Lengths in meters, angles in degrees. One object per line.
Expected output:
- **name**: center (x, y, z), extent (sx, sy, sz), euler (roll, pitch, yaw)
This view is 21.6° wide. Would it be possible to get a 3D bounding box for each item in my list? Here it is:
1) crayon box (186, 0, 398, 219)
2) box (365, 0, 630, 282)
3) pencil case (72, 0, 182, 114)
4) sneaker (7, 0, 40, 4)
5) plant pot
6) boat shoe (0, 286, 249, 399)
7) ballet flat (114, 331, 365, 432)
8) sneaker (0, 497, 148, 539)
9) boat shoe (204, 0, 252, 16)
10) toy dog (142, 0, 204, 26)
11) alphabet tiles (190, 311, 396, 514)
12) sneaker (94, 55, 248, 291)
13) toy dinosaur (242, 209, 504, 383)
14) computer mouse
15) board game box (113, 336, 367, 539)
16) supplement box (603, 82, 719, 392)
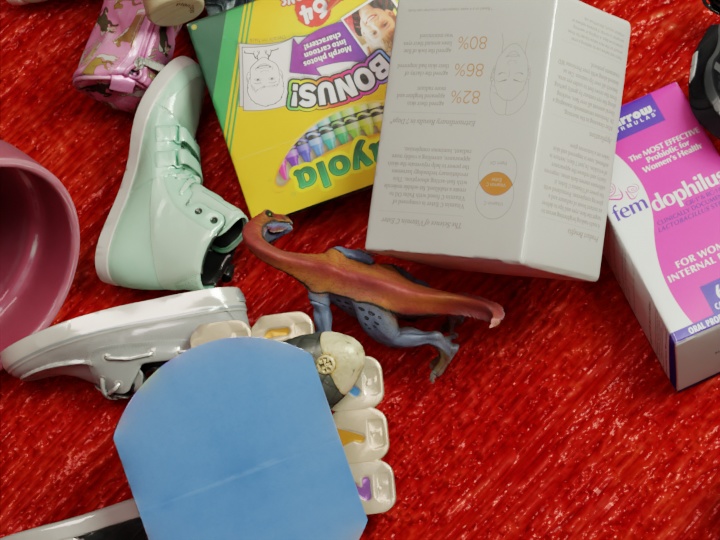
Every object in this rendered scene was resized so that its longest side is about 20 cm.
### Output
- **crayon box**: center (-0.020, -0.149, 1.545), extent (0.199, 0.058, 0.173), euler (-19, 87, 0)
- **box**: center (0.104, -0.100, 1.429), extent (0.152, 0.106, 0.201), euler (6, 87, 40)
- **pencil case**: center (-0.178, -0.233, 1.609), extent (0.086, 0.083, 0.201), euler (10, 73, 24)
- **sneaker**: center (-0.252, -0.334, 1.675), extent (0.118, 0.074, 0.201), euler (-3, 75, 15)
- **plant pot**: center (-0.355, -0.034, 1.513), extent (0.179, 0.200, 0.200), euler (33, 74, 36)
- **boat shoe**: center (-0.184, 0.067, 1.503), extent (0.199, 0.072, 0.069), euler (-13, 81, -6)
- **ballet flat**: center (-0.089, 0.099, 1.419), extent (0.199, 0.057, 0.067), euler (-22, 82, 7)
- **sneaker**: center (-0.200, 0.238, 1.424), extent (0.199, 0.073, 0.112), euler (-19, 84, 16)
- **boat shoe**: center (-0.088, -0.262, 1.629), extent (0.090, 0.071, 0.201), euler (-1, 68, 3)
- **toy dog**: center (-0.095, -0.273, 1.532), extent (0.200, 0.096, 0.132), euler (-31, 79, -14)
- **alphabet tiles**: center (-0.073, 0.135, 1.449), extent (0.195, 0.015, 0.201), euler (-8, 82, 9)
- **sneaker**: center (-0.132, -0.074, 1.547), extent (0.118, 0.074, 0.201), euler (11, 77, 23)
- **toy dinosaur**: center (0.000, 0.000, 1.464), extent (0.181, 0.200, 0.105), euler (32, 54, -12)
- **computer mouse**: center (0.311, -0.135, 1.478), extent (0.140, 0.046, 0.200), euler (34, 37, -16)
- **board game box**: center (-0.091, 0.149, 1.394), extent (0.157, 0.039, 0.201), euler (-20, 95, -12)
- **supplement box**: center (0.244, -0.027, 1.459), extent (0.101, 0.103, 0.200), euler (-24, 63, -2)
